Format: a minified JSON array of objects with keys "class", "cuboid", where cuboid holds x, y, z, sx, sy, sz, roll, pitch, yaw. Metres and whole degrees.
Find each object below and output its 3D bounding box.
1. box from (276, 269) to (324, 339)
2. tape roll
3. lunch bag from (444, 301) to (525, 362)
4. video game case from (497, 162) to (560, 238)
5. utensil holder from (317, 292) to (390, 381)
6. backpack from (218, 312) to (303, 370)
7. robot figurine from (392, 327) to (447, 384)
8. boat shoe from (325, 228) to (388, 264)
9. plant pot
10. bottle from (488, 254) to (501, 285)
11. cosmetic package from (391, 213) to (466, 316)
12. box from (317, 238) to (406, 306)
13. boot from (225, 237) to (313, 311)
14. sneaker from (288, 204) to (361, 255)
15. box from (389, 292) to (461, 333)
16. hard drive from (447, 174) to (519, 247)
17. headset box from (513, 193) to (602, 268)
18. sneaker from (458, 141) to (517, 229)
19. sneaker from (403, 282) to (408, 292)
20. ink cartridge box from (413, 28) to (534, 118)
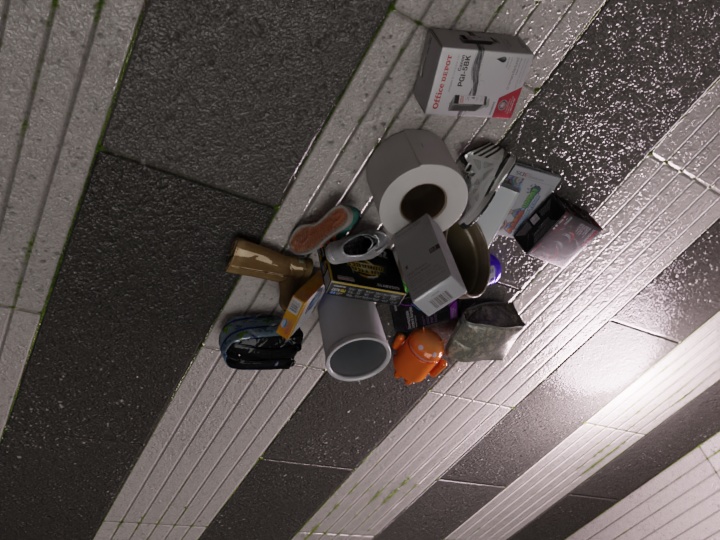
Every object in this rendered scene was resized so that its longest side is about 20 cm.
[{"class":"box","cuboid":[-0.134,0.076,1.525,0.041,0.200,0.120,30,118,4]},{"class":"tape roll","cuboid":[0.123,-0.188,1.356,0.200,0.140,0.204,-8,134,-8]},{"class":"lunch bag","cuboid":[0.349,0.180,1.789,0.197,0.118,0.165,0,134,-22]},{"class":"video game case","cuboid":[0.373,-0.173,1.523,0.180,0.024,0.201,9,130,-23]},{"class":"utensil holder","cuboid":[-0.024,0.157,1.601,0.168,0.201,0.171,-8,136,-8]},{"class":"backpack","cuboid":[-0.275,0.193,1.621,0.198,0.154,0.164,-13,142,-35]},{"class":"robot figurine","cuboid":[0.169,0.248,1.804,0.116,0.144,0.201,-5,140,-41]},{"class":"boat shoe","cuboid":[0.007,-0.062,1.441,0.199,0.073,0.068,-9,178,-44]},{"class":"plant pot","cuboid":[0.191,-0.022,1.483,0.172,0.202,0.199,-12,144,39]},{"class":"bottle","cuboid":[0.277,0.023,1.626,0.198,0.065,0.084,-20,133,-16]},{"class":"cosmetic package","cuboid":[0.141,-0.015,1.286,0.101,0.201,0.074,-34,133,17]},{"class":"box","cuboid":[0.000,0.000,1.486,0.198,0.161,0.050,11,129,-24]},{"class":"boot","cuboid":[-0.236,0.012,1.504,0.198,0.066,0.176,13,119,-26]},{"class":"sneaker","cuboid":[-0.080,-0.091,1.439,0.199,0.072,0.080,-26,168,32]},{"class":"box","cuboid":[0.182,0.099,1.722,0.197,0.036,0.144,-14,135,0]},{"class":"hard drive","cuboid":[0.285,-0.137,1.499,0.130,0.026,0.201,20,127,-3]},{"class":"headset box","cuboid":[0.518,-0.096,1.586,0.198,0.075,0.149,16,125,-39]},{"class":"sneaker","cuboid":[0.258,-0.202,1.401,0.115,0.076,0.202,33,94,0]},{"class":"sneaker","cuboid":[0.110,0.038,1.608,0.197,0.084,0.075,7,131,-22]},{"class":"ink cartridge box","cuboid":[0.223,-0.391,1.229,0.197,0.083,0.148,-2,134,-15]}]
